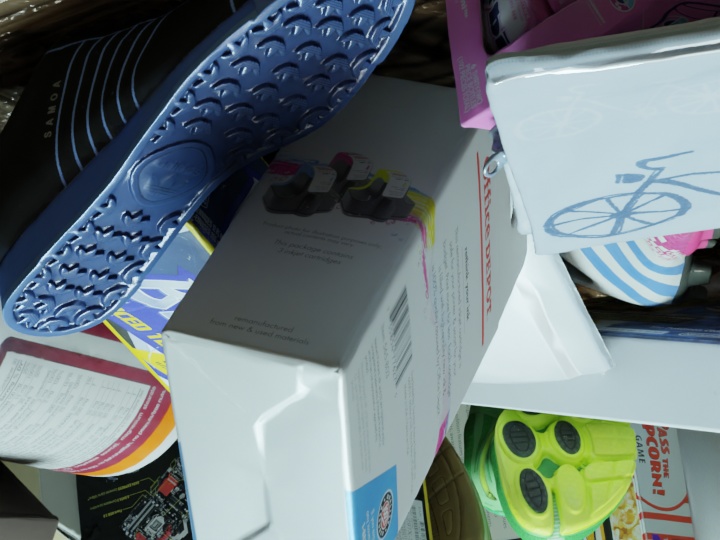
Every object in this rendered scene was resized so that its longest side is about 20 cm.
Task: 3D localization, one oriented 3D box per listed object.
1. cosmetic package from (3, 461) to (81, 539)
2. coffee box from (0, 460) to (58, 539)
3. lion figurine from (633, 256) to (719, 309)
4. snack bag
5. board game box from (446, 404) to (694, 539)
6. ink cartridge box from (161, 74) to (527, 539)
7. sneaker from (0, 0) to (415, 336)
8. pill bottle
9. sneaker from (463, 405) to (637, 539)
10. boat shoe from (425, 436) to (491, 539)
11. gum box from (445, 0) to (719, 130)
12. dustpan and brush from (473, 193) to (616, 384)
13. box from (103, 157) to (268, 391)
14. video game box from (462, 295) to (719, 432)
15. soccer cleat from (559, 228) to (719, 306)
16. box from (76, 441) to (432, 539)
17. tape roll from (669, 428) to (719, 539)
[{"bbox_3d":[-0.247,0.098,1.128,0.199,0.106,0.071,-11,162,6],"label":"cosmetic package"},{"bbox_3d":[-0.232,0.088,0.962,0.113,0.080,0.200,10,-161,-43],"label":"coffee box"},{"bbox_3d":[0.216,-0.022,1.026,0.122,0.073,0.199,0,176,-44],"label":"lion figurine"},{"bbox_3d":[0.133,-0.051,0.733,0.188,0.022,0.200,-9,164,8],"label":"snack bag"},{"bbox_3d":[0.088,0.124,1.259,0.046,0.152,0.200,11,155,-44],"label":"board game box"},{"bbox_3d":[0.002,0.008,0.825,0.068,0.200,0.116,12,131,18],"label":"ink cartridge box"},{"bbox_3d":[-0.068,-0.065,0.775,0.200,0.078,0.070,-41,146,23],"label":"sneaker"},{"bbox_3d":[-0.159,0.019,0.910,0.109,0.110,0.200,-18,159,31],"label":"pill bottle"},{"bbox_3d":[0.092,0.095,1.136,0.074,0.084,0.200,9,-161,-4],"label":"sneaker"},{"bbox_3d":[0.020,0.111,1.154,0.074,0.200,0.069,-43,128,1],"label":"boat shoe"},{"bbox_3d":[0.133,-0.089,0.765,0.199,0.066,0.113,5,159,-32],"label":"gum box"},{"bbox_3d":[0.000,0.000,0.991,0.199,0.057,0.140,-11,135,22],"label":"dustpan and brush"},{"bbox_3d":[-0.047,0.017,0.911,0.070,0.065,0.200,-11,141,24],"label":"box"},{"bbox_3d":[0.173,0.038,1.052,0.182,0.047,0.200,-4,-175,-40],"label":"video game box"},{"bbox_3d":[0.106,-0.034,0.921,0.086,0.070,0.200,7,158,7],"label":"soccer cleat"},{"bbox_3d":[-0.061,0.103,1.122,0.199,0.161,0.049,-21,158,34],"label":"box"},{"bbox_3d":[0.177,0.154,1.303,0.070,0.203,0.202,0,161,-20],"label":"tape roll"}]
